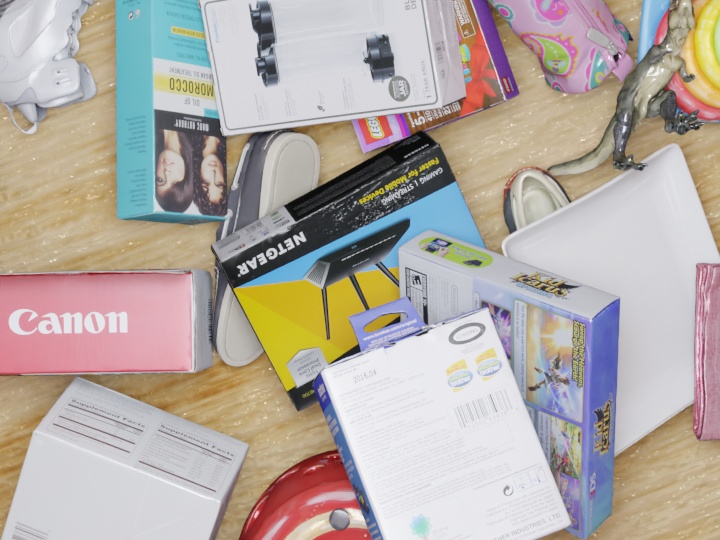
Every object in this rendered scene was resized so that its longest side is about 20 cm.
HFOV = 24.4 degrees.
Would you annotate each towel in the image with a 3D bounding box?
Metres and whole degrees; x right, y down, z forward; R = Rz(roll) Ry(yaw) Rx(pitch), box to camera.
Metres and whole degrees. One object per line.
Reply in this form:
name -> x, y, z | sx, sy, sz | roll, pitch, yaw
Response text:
towel -> 0.369, 0.067, 1.372 | 0.198, 0.023, 0.146 | 1, 89, -13

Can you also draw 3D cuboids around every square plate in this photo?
square plate -> 0.215, 0.027, 1.345 | 0.197, 0.028, 0.201 | -28, 102, -27

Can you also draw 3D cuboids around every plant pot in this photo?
plant pot -> -0.008, 0.247, 1.317 | 0.198, 0.182, 0.203 | 0, 88, 3

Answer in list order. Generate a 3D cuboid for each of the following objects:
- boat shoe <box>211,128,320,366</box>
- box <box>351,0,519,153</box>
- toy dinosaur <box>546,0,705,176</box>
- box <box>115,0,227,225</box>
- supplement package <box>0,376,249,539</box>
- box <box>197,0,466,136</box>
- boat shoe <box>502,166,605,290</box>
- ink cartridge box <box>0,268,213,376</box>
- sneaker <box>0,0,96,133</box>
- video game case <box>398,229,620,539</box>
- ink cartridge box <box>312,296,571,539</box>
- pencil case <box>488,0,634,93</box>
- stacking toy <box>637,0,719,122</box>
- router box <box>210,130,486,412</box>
boat shoe -> -0.088, -0.022, 1.394 | 0.072, 0.062, 0.202 | 9, 99, -43
box -> 0.032, -0.212, 1.359 | 0.136, 0.039, 0.202 | -18, 95, 26
toy dinosaur -> 0.222, -0.124, 1.320 | 0.047, 0.089, 0.201 | 18, 124, -27
box -> -0.155, -0.141, 1.365 | 0.049, 0.082, 0.202 | -6, 84, 43
supplement package -> -0.198, 0.215, 1.322 | 0.155, 0.111, 0.201 | 21, 110, 1
box -> -0.023, -0.179, 1.336 | 0.198, 0.060, 0.118 | -6, 101, 25
boat shoe -> 0.175, 0.007, 1.378 | 0.071, 0.063, 0.201 | -25, 90, -2
ink cartridge box -> -0.224, 0.041, 1.325 | 0.198, 0.176, 0.085 | -1, 88, 1
sneaker -> -0.242, -0.208, 1.384 | 0.200, 0.075, 0.115 | -39, 89, 5
video game case -> 0.114, 0.087, 1.296 | 0.180, 0.045, 0.202 | 22, 127, 36
ink cartridge box -> 0.051, 0.116, 1.208 | 0.135, 0.076, 0.202 | -19, 82, -12
pencil case -> 0.144, -0.229, 1.330 | 0.087, 0.087, 0.200 | -41, 124, -1
stacking toy -> 0.310, -0.180, 1.307 | 0.115, 0.200, 0.111 | 4, 87, -19
router box -> 0.000, 0.000, 1.351 | 0.199, 0.051, 0.150 | -29, 114, -4
